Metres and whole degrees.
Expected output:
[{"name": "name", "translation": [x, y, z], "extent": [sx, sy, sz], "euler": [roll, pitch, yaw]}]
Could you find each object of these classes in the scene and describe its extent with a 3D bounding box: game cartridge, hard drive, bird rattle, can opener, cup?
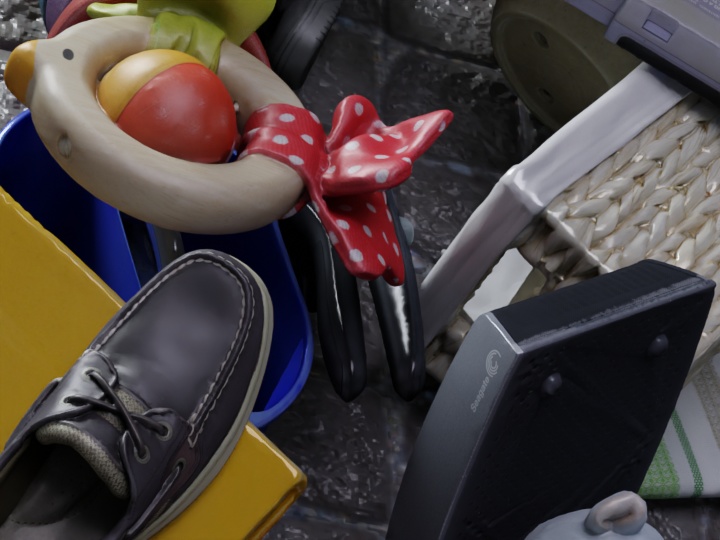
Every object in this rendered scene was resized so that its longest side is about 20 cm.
[{"name": "game cartridge", "translation": [-0.152, 0.083, 1.074], "extent": [0.200, 0.032, 0.176], "euler": [43, 82, 14]}, {"name": "game cartridge", "translation": [0.197, -0.119, 1.265], "extent": [0.199, 0.038, 0.130], "euler": [31, 43, -1]}, {"name": "hard drive", "translation": [0.075, 0.086, 1.134], "extent": [0.134, 0.201, 0.042], "euler": [-17, 49, -37]}, {"name": "bird rattle", "translation": [-0.068, -0.061, 1.145], "extent": [0.163, 0.113, 0.200], "euler": [-19, 63, -42]}, {"name": "can opener", "translation": [0.000, 0.000, 1.214], "extent": [0.063, 0.079, 0.200], "euler": [-11, 32, -8]}, {"name": "cup", "translation": [0.154, -0.145, 1.404], "extent": [0.200, 0.200, 0.143], "euler": [43, 70, 13]}]

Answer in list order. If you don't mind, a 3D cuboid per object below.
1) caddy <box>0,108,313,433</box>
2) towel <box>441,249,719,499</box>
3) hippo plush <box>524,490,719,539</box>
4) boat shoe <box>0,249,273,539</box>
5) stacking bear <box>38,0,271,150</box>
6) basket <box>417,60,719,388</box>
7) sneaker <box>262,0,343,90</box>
[{"name": "caddy", "translation": [-0.102, 0.008, 1.175], "extent": [0.141, 0.105, 0.201], "euler": [-1, 52, -26]}, {"name": "towel", "translation": [0.140, 0.057, 1.316], "extent": [0.199, 0.031, 0.150], "euler": [4, 52, -27]}, {"name": "hippo plush", "translation": [0.145, 0.146, 1.085], "extent": [0.161, 0.159, 0.201], "euler": [33, 27, -40]}, {"name": "boat shoe", "translation": [-0.103, 0.075, 1.022], "extent": [0.072, 0.065, 0.200], "euler": [36, 81, 11]}, {"name": "stacking bear", "translation": [-0.113, -0.160, 1.319], "extent": [0.121, 0.114, 0.200], "euler": [-5, 42, -5]}, {"name": "basket", "translation": [0.133, -0.007, 1.250], "extent": [0.123, 0.136, 0.200], "euler": [43, 44, 8]}, {"name": "sneaker", "translation": [-0.054, -0.179, 1.403], "extent": [0.104, 0.060, 0.200], "euler": [25, 39, -6]}]
